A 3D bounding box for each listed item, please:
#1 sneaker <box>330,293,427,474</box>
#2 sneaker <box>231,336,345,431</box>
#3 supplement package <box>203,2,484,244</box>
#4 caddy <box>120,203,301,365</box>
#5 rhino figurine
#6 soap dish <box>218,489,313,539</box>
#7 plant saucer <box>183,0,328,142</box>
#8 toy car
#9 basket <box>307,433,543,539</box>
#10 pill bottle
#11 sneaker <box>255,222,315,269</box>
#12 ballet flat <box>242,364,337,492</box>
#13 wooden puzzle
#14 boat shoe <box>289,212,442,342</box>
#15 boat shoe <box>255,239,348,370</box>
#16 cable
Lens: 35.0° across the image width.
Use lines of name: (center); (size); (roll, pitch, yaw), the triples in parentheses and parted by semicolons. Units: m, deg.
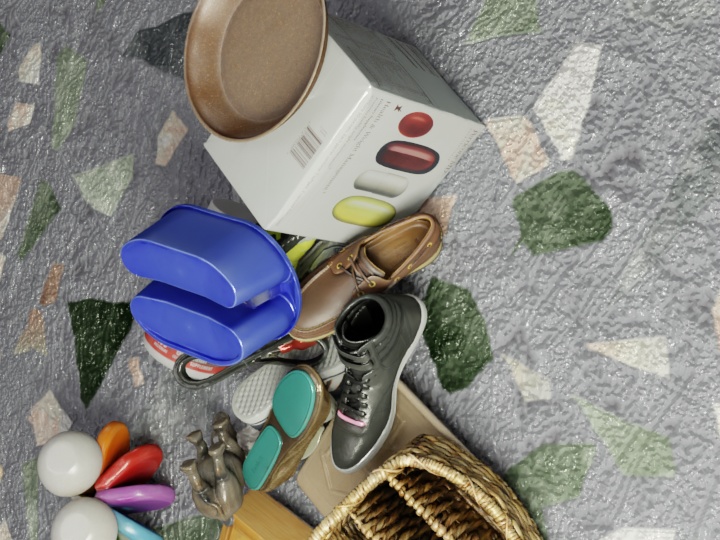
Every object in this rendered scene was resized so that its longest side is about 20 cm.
sneaker: (-0.004, 0.110, 1.173); (0.071, 0.099, 0.201); (21, 89, 34)
sneaker: (-0.047, 0.116, 1.297); (0.200, 0.079, 0.079); (-34, 48, 11)
supplement package: (-0.016, -0.146, 1.217); (0.191, 0.200, 0.147); (-52, 57, 24)
caddy: (-0.153, 0.011, 1.189); (0.200, 0.105, 0.142); (18, 127, 31)
rhino figurine: (-0.164, 0.222, 1.329); (0.060, 0.200, 0.088); (-19, 104, 3)
soap dish: (-0.091, 0.361, 1.286); (0.200, 0.081, 0.158); (28, 106, 42)
plant saucer: (-0.099, -0.225, 1.142); (0.200, 0.037, 0.201); (-6, 81, 39)
toy car: (-0.313, 0.289, 1.460); (0.149, 0.175, 0.201); (-17, 69, -1)
basket: (0.077, 0.269, 1.085); (0.200, 0.149, 0.143); (47, 114, 11)
pill bottle: (-0.177, 0.021, 1.385); (0.116, 0.116, 0.200); (36, 108, 37)
sneaker: (-0.115, 0.008, 1.299); (0.200, 0.076, 0.075); (-40, 31, 13)
ballet flat: (-0.066, 0.169, 1.247); (0.068, 0.072, 0.200); (52, 133, 32)
wooden puzzle: (0.032, 0.220, 1.236); (0.185, 0.046, 0.200); (45, 117, 35)
boat shoe: (0.001, 0.000, 1.207); (0.200, 0.068, 0.072); (-35, 78, -8)
boat shoe: (-0.065, 0.039, 1.325); (0.066, 0.072, 0.200); (-99, 31, -53)
cable: (-0.109, 0.088, 1.270); (0.200, 0.050, 0.097); (-33, 88, 15)
